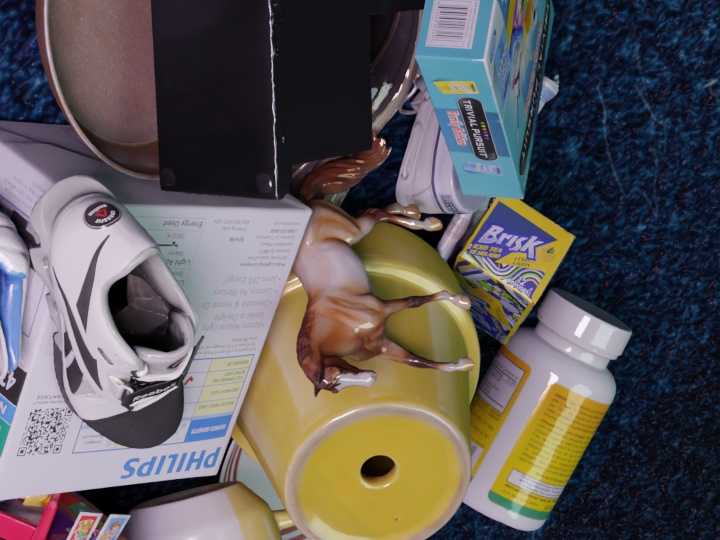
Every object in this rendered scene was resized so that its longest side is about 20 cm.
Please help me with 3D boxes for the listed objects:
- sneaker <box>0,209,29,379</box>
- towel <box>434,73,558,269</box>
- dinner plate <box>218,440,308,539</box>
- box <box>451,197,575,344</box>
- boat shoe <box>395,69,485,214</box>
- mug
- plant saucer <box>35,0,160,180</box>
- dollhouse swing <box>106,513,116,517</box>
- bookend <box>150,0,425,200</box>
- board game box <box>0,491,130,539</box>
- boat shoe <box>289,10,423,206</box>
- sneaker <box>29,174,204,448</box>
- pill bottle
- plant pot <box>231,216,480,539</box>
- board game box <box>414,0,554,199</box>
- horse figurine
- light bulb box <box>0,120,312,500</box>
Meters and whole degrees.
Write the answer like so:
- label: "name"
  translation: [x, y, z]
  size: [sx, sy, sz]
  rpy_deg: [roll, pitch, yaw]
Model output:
- label: "sneaker"
  translation: [-0.265, 0.043, 0.981]
  size: [0.081, 0.146, 0.200]
  rpy_deg: [28, 95, -53]
- label: "towel"
  translation: [0.100, -0.068, 1.350]
  size: [0.200, 0.024, 0.147]
  rpy_deg: [-61, 177, 9]
- label: "dinner plate"
  translation: [-0.044, 0.142, 1.410]
  size: [0.200, 0.024, 0.201]
  rpy_deg: [-29, 137, -31]
- label: "box"
  translation: [0.113, 0.001, 1.361]
  size: [0.064, 0.070, 0.200]
  rpy_deg: [-56, 175, -11]
- label: "boat shoe"
  translation: [0.063, -0.132, 1.282]
  size: [0.075, 0.086, 0.203]
  rpy_deg: [36, 60, -49]
- label: "mug"
  translation: [-0.097, 0.233, 1.258]
  size: [0.186, 0.149, 0.154]
  rpy_deg: [-13, 88, -50]
- label: "plant saucer"
  translation: [-0.127, -0.156, 1.037]
  size: [0.200, 0.034, 0.201]
  rpy_deg: [-18, 112, -53]
- label: "dollhouse swing"
  translation: [-0.162, 0.313, 1.300]
  size: [0.176, 0.182, 0.200]
  rpy_deg: [-46, 146, 16]
- label: "bookend"
  translation: [-0.030, -0.158, 1.060]
  size: [0.200, 0.092, 0.200]
  rpy_deg: [-17, 109, -53]
- label: "board game box"
  translation: [-0.229, 0.136, 1.084]
  size: [0.200, 0.158, 0.039]
  rpy_deg: [12, 108, -51]
- label: "boat shoe"
  translation: [-0.020, -0.123, 1.191]
  size: [0.073, 0.074, 0.201]
  rpy_deg: [8, 109, -51]
- label: "sneaker"
  translation: [-0.128, 0.045, 0.980]
  size: [0.074, 0.088, 0.200]
  rpy_deg: [-38, 141, -23]
- label: "pill bottle"
  translation: [0.159, 0.121, 1.546]
  size: [0.113, 0.113, 0.201]
  rpy_deg: [16, 104, -52]
- label: "plant pot"
  translation: [-0.002, 0.092, 1.217]
  size: [0.200, 0.189, 0.201]
  rpy_deg: [-5, 121, -9]
- label: "board game box"
  translation: [0.087, -0.158, 1.140]
  size: [0.200, 0.047, 0.152]
  rpy_deg: [61, 38, -65]
- label: "horse figurine"
  translation: [0.000, 0.000, 1.144]
  size: [0.132, 0.201, 0.050]
  rpy_deg: [-2, 147, -24]
- label: "light bulb box"
  translation: [-0.165, 0.023, 1.097]
  size: [0.198, 0.125, 0.201]
  rpy_deg: [0, 117, -49]
